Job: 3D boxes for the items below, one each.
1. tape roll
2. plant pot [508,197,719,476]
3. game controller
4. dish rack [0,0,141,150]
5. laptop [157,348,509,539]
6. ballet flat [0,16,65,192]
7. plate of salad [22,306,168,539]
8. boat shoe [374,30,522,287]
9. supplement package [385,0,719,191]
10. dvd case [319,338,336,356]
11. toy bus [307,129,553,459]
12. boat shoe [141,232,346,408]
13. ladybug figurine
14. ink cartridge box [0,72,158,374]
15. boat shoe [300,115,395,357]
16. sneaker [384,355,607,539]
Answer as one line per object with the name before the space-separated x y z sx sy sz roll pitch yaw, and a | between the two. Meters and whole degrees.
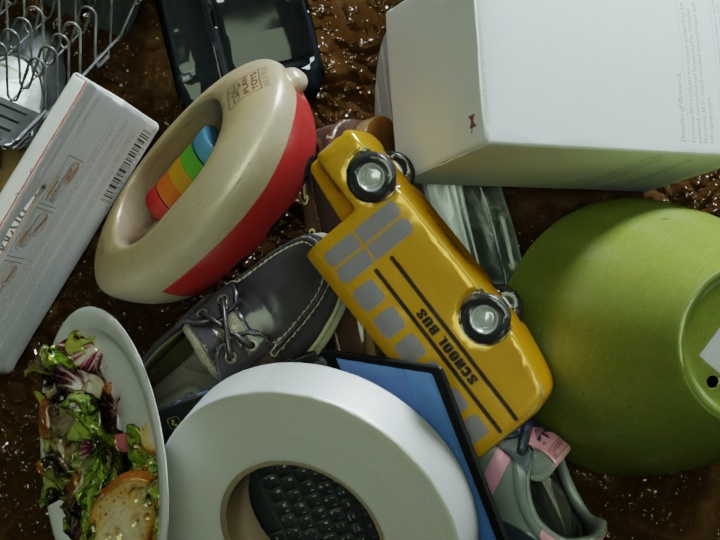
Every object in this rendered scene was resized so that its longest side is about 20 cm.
tape roll | -0.029 0.151 0.949 0.202 0.037 0.203 9 119 17
plant pot | 0.201 0.042 0.964 0.187 0.200 0.188 0 88 -11
game controller | -0.093 -0.202 1.104 0.104 0.042 0.201 -12 83 -15
dish rack | -0.245 -0.161 1.035 0.153 0.055 0.200 23 41 6
laptop | -0.019 0.150 0.972 0.199 0.103 0.178 -20 108 3
ballet flat | -0.247 -0.082 1.069 0.068 0.068 0.201 12 83 3
plate of salad | -0.172 0.123 0.986 0.048 0.200 0.201 -5 81 -32
boat shoe | 0.062 -0.071 1.072 0.071 0.072 0.201 -10 87 -25
supplement package | 0.131 -0.119 1.008 0.199 0.117 0.118 0 82 -27
dvd case | 0.000 0.118 1.067 0.148 0.016 0.201 15 83 2
toy bus | 0.037 0.011 0.953 0.078 0.065 0.200 -40 85 13
boat shoe | -0.088 0.051 1.019 0.200 0.065 0.072 -41 67 20
ladybug figurine | -0.095 -0.052 1.034 0.072 0.136 0.200 32 117 -29
ink cartridge box | -0.214 -0.030 0.999 0.045 0.176 0.200 31 89 8
boat shoe | 0.000 0.000 1.048 0.070 0.070 0.201 -9 83 34
sneaker | 0.091 0.101 1.012 0.070 0.082 0.200 -43 107 -44
